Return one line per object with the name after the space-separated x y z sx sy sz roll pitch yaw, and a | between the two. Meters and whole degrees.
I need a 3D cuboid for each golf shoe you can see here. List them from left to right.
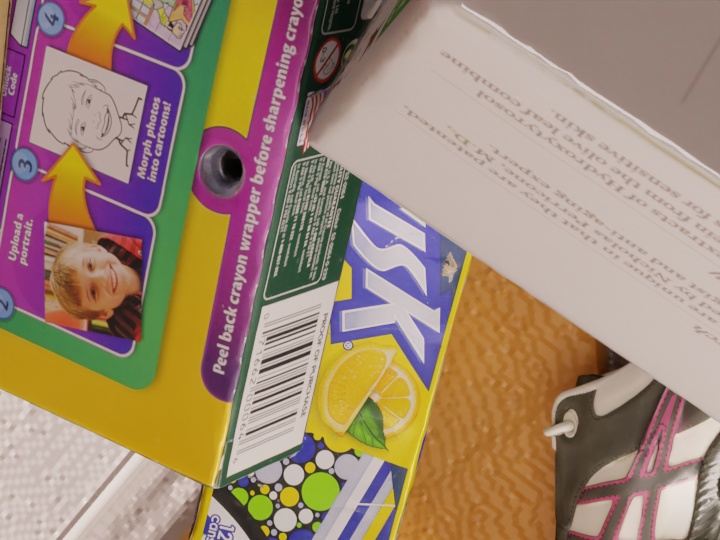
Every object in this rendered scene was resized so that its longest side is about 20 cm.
0.096 0.082 0.868 0.088 0.077 0.200 36 106 12 | golf shoe

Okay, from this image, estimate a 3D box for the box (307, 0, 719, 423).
0.128 -0.076 0.685 0.200 0.171 0.199 33 76 -4 | box

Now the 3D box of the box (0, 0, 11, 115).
-0.176 -0.108 0.789 0.163 0.021 0.201 17 109 29 | box

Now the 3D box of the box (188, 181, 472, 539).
0.000 0.000 0.838 0.070 0.064 0.201 14 110 -1 | box

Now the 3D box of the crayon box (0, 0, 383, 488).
-0.082 -0.058 0.790 0.172 0.058 0.201 23 111 26 | crayon box
